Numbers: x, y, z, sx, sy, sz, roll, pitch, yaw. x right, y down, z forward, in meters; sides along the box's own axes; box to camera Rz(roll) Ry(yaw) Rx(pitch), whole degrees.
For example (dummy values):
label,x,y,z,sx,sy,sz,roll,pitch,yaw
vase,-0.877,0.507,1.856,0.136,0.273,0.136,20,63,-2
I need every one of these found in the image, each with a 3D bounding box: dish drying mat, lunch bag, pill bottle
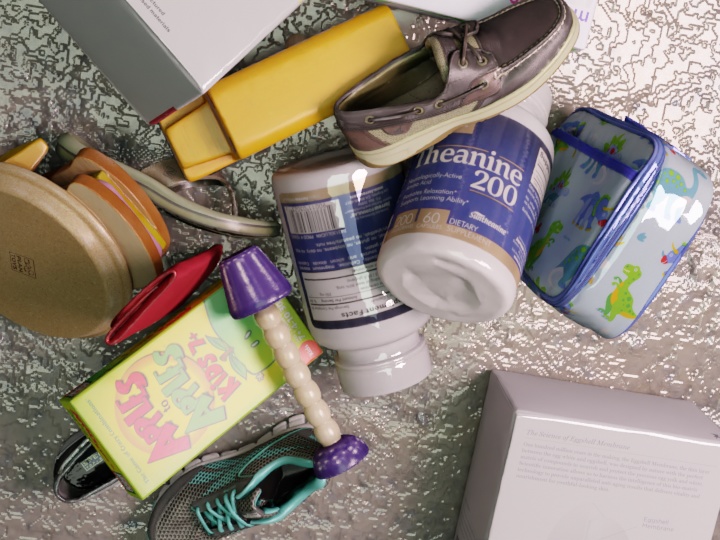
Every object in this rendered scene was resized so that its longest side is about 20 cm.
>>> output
label,x,y,z,sx,sy,sz,roll,pitch,yaw
dish drying mat,-0.154,0.015,0.954,0.018,0.200,0.077,44,97,-1
lunch bag,0.191,-0.048,0.965,0.082,0.200,0.161,30,101,-18
pill bottle,0.092,-0.068,0.949,0.111,0.111,0.200,25,62,-10
pill bottle,0.000,0.000,1.007,0.111,0.111,0.200,-14,104,-1

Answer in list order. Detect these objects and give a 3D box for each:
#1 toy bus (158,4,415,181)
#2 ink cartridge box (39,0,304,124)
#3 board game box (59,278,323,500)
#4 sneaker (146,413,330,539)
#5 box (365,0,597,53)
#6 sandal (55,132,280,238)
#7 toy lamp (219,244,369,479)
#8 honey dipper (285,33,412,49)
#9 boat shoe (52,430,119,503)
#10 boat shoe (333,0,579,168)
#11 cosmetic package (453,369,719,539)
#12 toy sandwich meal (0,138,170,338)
label,x,y,z,sx,sy,sz,roll,pitch,yaw
toy bus,-0.061,-0.140,0.951,0.200,0.078,0.065,-27,99,-9
ink cartridge box,-0.113,-0.232,0.867,0.200,0.145,0.145,-46,104,-20
board game box,-0.140,0.089,1.005,0.200,0.048,0.102,-39,102,-23
sneaker,-0.106,0.199,1.056,0.200,0.091,0.078,-32,103,4
box,0.099,-0.286,0.956,0.200,0.097,0.177,13,100,-8
sandal,-0.156,-0.077,0.997,0.201,0.080,0.057,26,86,-9
toy lamp,-0.057,0.074,0.988,0.058,0.058,0.200,-26,100,2
honey dipper,0.036,-0.181,1.006,0.199,0.038,0.038,2,103,-3
boat shoe,-0.188,0.135,1.045,0.199,0.068,0.074,-31,104,1
boat shoe,0.071,-0.150,0.897,0.200,0.073,0.065,-33,142,9
cosmetic package,0.202,0.212,1.067,0.199,0.123,0.200,10,104,-7
toy sandwich meal,-0.257,-0.028,0.983,0.205,0.070,0.205,15,135,16
